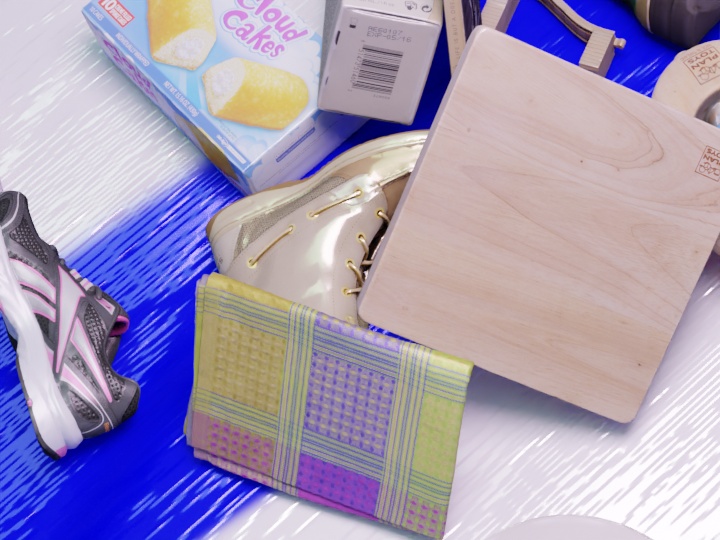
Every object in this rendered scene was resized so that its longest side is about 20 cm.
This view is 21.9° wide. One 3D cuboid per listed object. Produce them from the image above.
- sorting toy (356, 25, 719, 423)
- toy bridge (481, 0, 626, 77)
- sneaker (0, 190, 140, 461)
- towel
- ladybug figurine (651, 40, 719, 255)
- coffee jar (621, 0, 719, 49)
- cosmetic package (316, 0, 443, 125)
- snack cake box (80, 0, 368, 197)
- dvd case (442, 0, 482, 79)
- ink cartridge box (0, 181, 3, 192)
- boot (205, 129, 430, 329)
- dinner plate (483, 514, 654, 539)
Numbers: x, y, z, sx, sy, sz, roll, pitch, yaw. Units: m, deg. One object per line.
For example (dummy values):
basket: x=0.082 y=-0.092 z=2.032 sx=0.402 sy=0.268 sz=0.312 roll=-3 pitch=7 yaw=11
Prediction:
sorting toy: x=0.121 y=-0.032 z=1.213 sx=0.198 sy=0.070 sz=0.200 roll=22 pitch=100 yaw=-12
toy bridge: x=0.103 y=-0.192 z=1.383 sx=0.198 sy=0.027 sz=0.068 roll=18 pitch=67 yaw=19
sneaker: x=-0.209 y=0.033 z=1.315 sx=0.086 sy=0.080 sz=0.201 roll=-16 pitch=70 yaw=-11
towel: x=-0.027 y=0.087 z=1.217 sx=0.198 sy=0.145 sz=0.023 roll=17 pitch=31 yaw=17
ladybug figurine: x=0.272 y=-0.070 z=1.266 sx=0.135 sy=0.072 sz=0.201 roll=-26 pitch=63 yaw=-2
coffee jar: x=0.197 y=-0.250 z=1.361 sx=0.104 sy=0.086 sz=0.200 roll=-43 pitch=64 yaw=-15
cosmetic package: x=0.016 y=-0.213 z=1.316 sx=0.072 sy=0.104 sz=0.201 roll=10 pitch=51 yaw=-6
snack cake box: x=-0.099 y=-0.154 z=1.380 sx=0.115 sy=0.067 sz=0.200 roll=-41 pitch=65 yaw=-9
dvd case: x=0.067 y=-0.196 z=1.267 sx=0.016 sy=0.202 sz=0.149 roll=-4 pitch=24 yaw=9
ink cartridge box: x=-0.376 y=-0.074 z=1.410 sx=0.198 sy=0.042 sz=0.120 roll=-21 pitch=62 yaw=2
boot: x=0.000 y=0.000 z=1.279 sx=0.198 sy=0.073 sz=0.157 roll=-21 pitch=61 yaw=7
dinner plate: x=0.129 y=0.247 z=1.167 sx=0.198 sy=0.024 sz=0.202 roll=-4 pitch=63 yaw=8
